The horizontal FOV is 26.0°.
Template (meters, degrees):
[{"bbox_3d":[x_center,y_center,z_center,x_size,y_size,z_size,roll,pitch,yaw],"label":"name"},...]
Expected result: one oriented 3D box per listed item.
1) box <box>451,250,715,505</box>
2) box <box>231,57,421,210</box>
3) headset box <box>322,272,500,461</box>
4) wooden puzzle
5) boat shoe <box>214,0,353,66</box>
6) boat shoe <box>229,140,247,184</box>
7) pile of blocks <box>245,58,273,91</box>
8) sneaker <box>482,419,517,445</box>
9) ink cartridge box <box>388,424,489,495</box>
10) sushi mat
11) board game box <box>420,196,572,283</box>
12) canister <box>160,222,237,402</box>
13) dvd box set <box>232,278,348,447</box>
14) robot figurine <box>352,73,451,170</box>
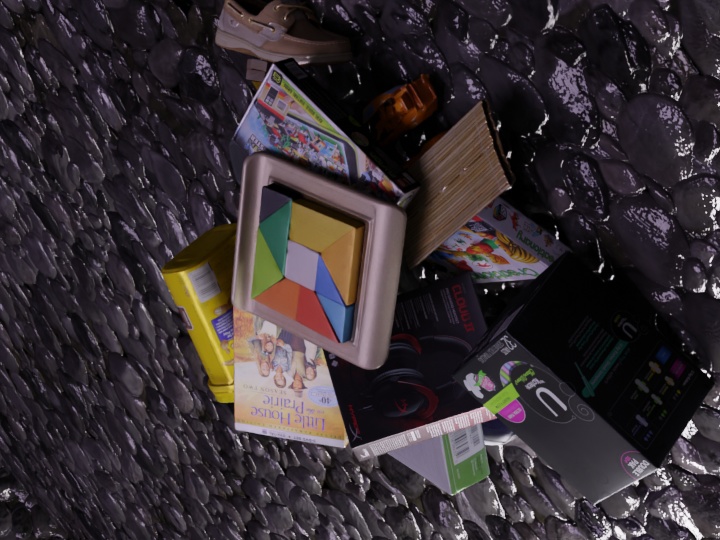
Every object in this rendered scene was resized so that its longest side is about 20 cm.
[{"bbox_3d":[0.221,0.110,1.565,0.200,0.124,0.149,42,151,0],"label":"box"},{"bbox_3d":[-0.038,-0.113,1.626,0.200,0.035,0.110,45,126,15],"label":"box"},{"bbox_3d":[0.067,0.101,1.683,0.075,0.198,0.150,69,-175,-72],"label":"headset box"},{"bbox_3d":[-0.051,-0.009,1.625,0.199,0.037,0.187,21,117,29],"label":"wooden puzzle"},{"bbox_3d":[-0.087,-0.268,1.716,0.199,0.073,0.070,18,111,39],"label":"boat shoe"},{"bbox_3d":[-0.102,-0.134,1.844,0.202,0.064,0.075,-178,74,-72],"label":"boat shoe"},{"bbox_3d":[-0.083,-0.153,1.705,0.082,0.062,0.201,-47,65,24],"label":"pile of blocks"},{"bbox_3d":[0.112,0.122,1.829,0.200,0.074,0.085,42,149,22],"label":"sneaker"},{"bbox_3d":[0.063,0.170,1.824,0.199,0.059,0.105,26,134,52],"label":"ink cartridge box"},{"bbox_3d":[0.085,-0.083,1.557,0.200,0.012,0.097,-41,60,53],"label":"sushi mat"},{"bbox_3d":[0.113,-0.033,1.645,0.126,0.035,0.199,33,161,-25],"label":"board game box"},{"bbox_3d":[-0.176,0.054,2.122,0.086,0.148,0.202,-6,115,38],"label":"canister"},{"bbox_3d":[-0.081,0.106,1.852,0.145,0.029,0.202,8,114,15],"label":"dvd box set"},{"bbox_3d":[0.042,-0.129,1.679,0.146,0.058,0.200,57,152,1],"label":"robot figurine"}]
